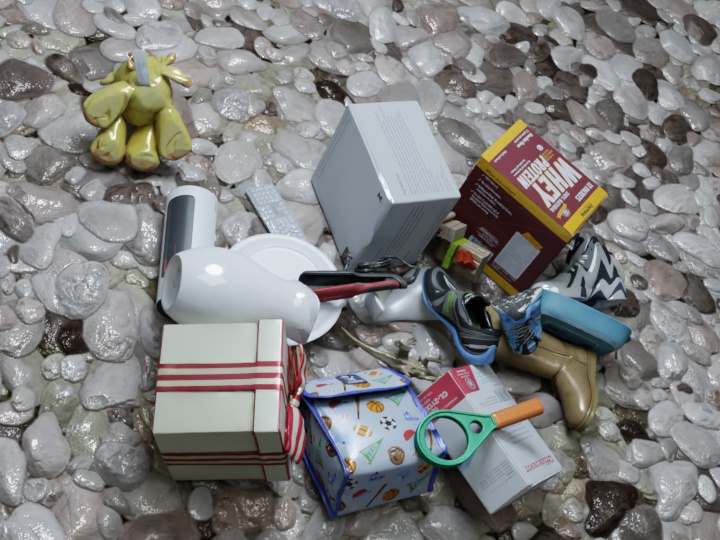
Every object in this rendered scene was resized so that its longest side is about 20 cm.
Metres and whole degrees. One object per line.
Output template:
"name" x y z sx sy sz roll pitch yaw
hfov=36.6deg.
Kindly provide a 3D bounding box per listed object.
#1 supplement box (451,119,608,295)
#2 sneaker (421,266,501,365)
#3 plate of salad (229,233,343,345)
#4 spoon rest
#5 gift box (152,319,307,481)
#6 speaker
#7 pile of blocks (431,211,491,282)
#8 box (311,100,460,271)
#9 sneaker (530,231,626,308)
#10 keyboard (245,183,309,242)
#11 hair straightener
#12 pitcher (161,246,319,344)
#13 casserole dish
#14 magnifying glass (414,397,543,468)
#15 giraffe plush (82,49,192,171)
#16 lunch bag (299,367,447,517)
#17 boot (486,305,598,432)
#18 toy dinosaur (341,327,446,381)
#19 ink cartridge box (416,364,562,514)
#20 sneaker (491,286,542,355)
"supplement box" 0.265 -0.100 1.826 0.197 0.200 0.133 42 51 7
"sneaker" 0.161 0.059 1.678 0.070 0.083 0.200 7 33 -34
"plate of salad" -0.124 0.031 1.659 0.199 0.048 0.201 8 54 -11
"spoon rest" 0.078 0.044 1.747 0.199 0.061 0.100 -12 64 -45
"gift box" -0.164 0.176 1.455 0.186 0.200 0.185 -2 62 2
"speaker" -0.258 -0.025 1.623 0.081 0.081 0.201 11 55 -17
"pile of blocks" 0.130 -0.061 1.802 0.200 0.082 0.062 54 32 9
"box" 0.035 -0.134 1.748 0.130 0.199 0.201 -7 61 -28
"sneaker" 0.363 -0.004 1.865 0.198 0.079 0.130 -1 71 -25
"keyboard" -0.117 -0.058 1.751 0.056 0.011 0.200 -19 67 -33
"hair straightener" 0.000 0.000 1.659 0.199 0.041 0.077 -10 58 -16
"pitcher" -0.178 0.027 1.525 0.199 0.122 0.172 13 15 -28
"casserole dish" 0.349 0.091 1.791 0.199 0.121 0.039 26 69 -7
"magnifying glass" 0.166 0.217 1.507 0.199 0.022 0.080 -16 66 -21
"giraffe plush" -0.350 -0.275 1.721 0.172 0.201 0.162 6 26 -16
"lunch bag" 0.002 0.223 1.545 0.169 0.124 0.200 -6 44 -26
"boot" 0.279 0.158 1.747 0.199 0.066 0.176 23 39 -9
"toy dinosaur" 0.061 0.139 1.639 0.199 0.101 0.058 23 71 -6
"ink cartridge box" 0.187 0.242 1.596 0.200 0.083 0.146 55 23 17
"sneaker" 0.251 0.080 1.645 0.078 0.200 0.090 -19 79 8
